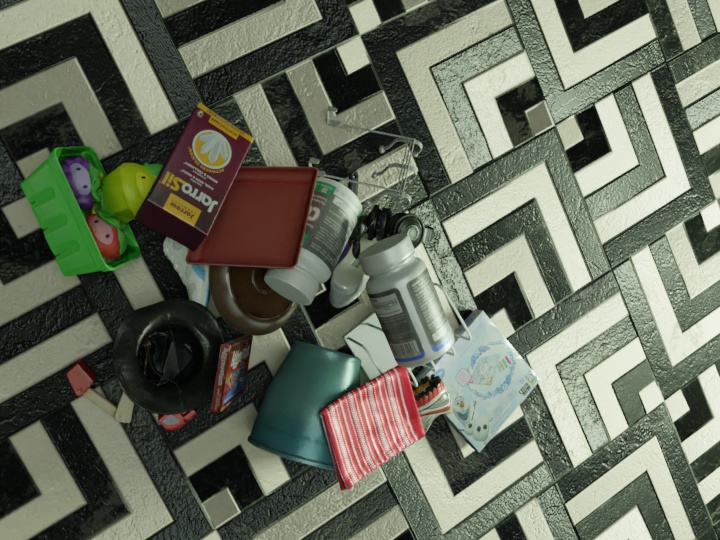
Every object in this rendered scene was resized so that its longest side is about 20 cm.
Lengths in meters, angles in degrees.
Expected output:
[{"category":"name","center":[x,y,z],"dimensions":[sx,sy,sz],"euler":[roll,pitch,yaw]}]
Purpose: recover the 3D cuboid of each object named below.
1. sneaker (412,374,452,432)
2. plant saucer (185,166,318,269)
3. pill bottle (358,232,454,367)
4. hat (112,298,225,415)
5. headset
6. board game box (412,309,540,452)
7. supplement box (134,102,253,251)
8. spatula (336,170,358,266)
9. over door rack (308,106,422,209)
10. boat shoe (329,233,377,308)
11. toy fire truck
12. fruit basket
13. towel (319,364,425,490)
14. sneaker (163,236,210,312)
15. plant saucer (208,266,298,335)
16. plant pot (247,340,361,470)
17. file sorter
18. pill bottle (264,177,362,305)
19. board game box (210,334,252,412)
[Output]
[{"category":"sneaker","center":[0.091,0.291,1.292],"dimensions":[0.198,0.078,0.083],"euler":[-35,108,8]},{"category":"plant saucer","center":[-0.176,-0.085,1.137],"dimensions":[0.194,0.037,0.204],"euler":[3,60,13]},{"category":"pill bottle","center":[0.075,0.049,1.143],"dimensions":[0.112,0.113,0.204],"euler":[-26,101,-15]},{"category":"hat","center":[-0.322,0.149,1.124],"dimensions":[0.197,0.080,0.206],"euler":[14,64,-31]},{"category":"headset","center":[0.053,-0.065,1.237],"dimensions":[0.198,0.121,0.097],"euler":[2,102,-53]},{"category":"board game box","center":[0.237,0.223,1.370],"dimensions":[0.200,0.043,0.200],"euler":[-45,103,-11]},{"category":"supplement box","center":[-0.268,-0.152,1.097],"dimensions":[0.109,0.085,0.204],"euler":[30,61,-20]},{"category":"spatula","center":[-0.022,-0.090,1.288],"dimensions":[0.055,0.020,0.206],"euler":[8,89,-24]},{"category":"over door rack","center":[0.009,-0.202,1.245],"dimensions":[0.195,0.067,0.151],"euler":[19,55,-6]},{"category":"boat shoe","center":[0.000,0.000,1.249],"dimensions":[0.071,0.069,0.201],"euler":[26,40,5]},{"category":"toy fire truck","center":[-0.393,0.212,1.167],"dimensions":[0.140,0.049,0.202],"euler":[-37,103,-13]},{"category":"fruit basket","center":[-0.411,-0.111,1.100],"dimensions":[0.209,0.156,0.222],"euler":[1,101,5]},{"category":"towel","center":[0.025,0.264,1.152],"dimensions":[0.197,0.022,0.149],"euler":[-23,101,-38]},{"category":"sneaker","center":[-0.302,-0.022,1.178],"dimensions":[0.078,0.076,0.206],"euler":[-6,86,-13]},{"category":"plant saucer","center":[-0.175,0.012,1.199],"dimensions":[0.197,0.032,0.207],"euler":[4,83,-41]},{"category":"plant pot","center":[-0.081,0.232,1.197],"dimensions":[0.195,0.199,0.193],"euler":[18,81,-17]},{"category":"file sorter","center":[0.094,0.130,1.280],"dimensions":[0.198,0.124,0.141],"euler":[-37,102,-13]},{"category":"pill bottle","center":[-0.084,-0.051,1.185],"dimensions":[0.112,0.113,0.204],"euler":[31,70,-16]},{"category":"board game box","center":[-0.215,0.169,1.145],"dimensions":[0.019,0.200,0.106],"euler":[8,90,1]}]
